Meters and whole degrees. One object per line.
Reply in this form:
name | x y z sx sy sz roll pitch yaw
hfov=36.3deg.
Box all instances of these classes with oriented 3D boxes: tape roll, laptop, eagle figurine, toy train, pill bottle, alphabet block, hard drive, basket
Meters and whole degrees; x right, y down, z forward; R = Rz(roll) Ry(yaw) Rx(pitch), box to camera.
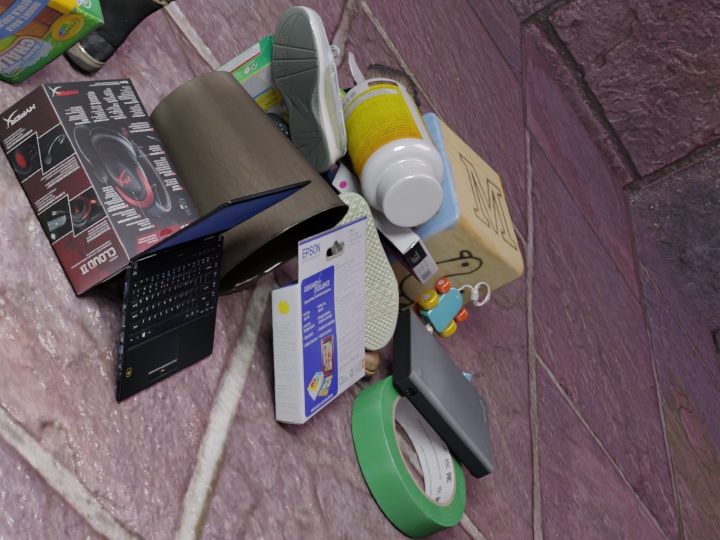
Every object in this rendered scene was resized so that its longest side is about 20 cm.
tape roll | 0.063 0.234 1.391 0.200 0.048 0.202 45 30 -35
laptop | -0.134 0.014 1.028 0.177 0.102 0.204 -25 124 -66
eagle figurine | 0.028 -0.243 1.687 0.151 0.196 0.155 -171 -92 -74
toy train | 0.118 0.109 1.570 0.149 0.055 0.204 9 92 -40
pill bottle | 0.040 -0.148 1.387 0.109 0.109 0.201 41 20 -40
alphabet block | 0.097 -0.071 1.598 0.199 0.193 0.199 33 39 -47
hard drive | 0.110 0.164 1.461 0.201 0.033 0.140 51 22 -28
basket | -0.139 -0.105 1.210 0.202 0.179 0.136 57 -10 10

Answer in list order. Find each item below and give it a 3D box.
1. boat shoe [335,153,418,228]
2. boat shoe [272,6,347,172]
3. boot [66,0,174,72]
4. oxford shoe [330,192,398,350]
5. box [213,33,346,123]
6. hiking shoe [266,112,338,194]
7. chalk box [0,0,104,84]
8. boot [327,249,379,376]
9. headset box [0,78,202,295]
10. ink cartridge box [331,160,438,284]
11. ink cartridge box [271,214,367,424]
boat shoe | 0.033 -0.132 1.494 0.070 0.071 0.200 33 9 -47
boat shoe | -0.056 -0.224 1.343 0.065 0.073 0.205 -39 126 -47
boot | -0.269 -0.331 1.159 0.073 0.149 0.203 12 55 -60
oxford shoe | 0.000 0.000 1.384 0.058 0.074 0.203 8 -66 68
box | -0.097 -0.222 1.443 0.199 0.116 0.049 32 38 -50
hiking shoe | -0.088 -0.135 1.444 0.087 0.073 0.201 -97 160 -48
chalk box | -0.326 -0.265 1.010 0.199 0.123 0.126 18 49 -56
boot | 0.001 0.037 1.433 0.073 0.075 0.203 28 43 -56
headset box | -0.240 -0.076 1.051 0.202 0.074 0.148 63 24 -1
ink cartridge box | 0.020 -0.072 1.449 0.200 0.037 0.095 48 -2 31
ink cartridge box | -0.044 0.049 1.262 0.197 0.046 0.204 -26 116 -65
